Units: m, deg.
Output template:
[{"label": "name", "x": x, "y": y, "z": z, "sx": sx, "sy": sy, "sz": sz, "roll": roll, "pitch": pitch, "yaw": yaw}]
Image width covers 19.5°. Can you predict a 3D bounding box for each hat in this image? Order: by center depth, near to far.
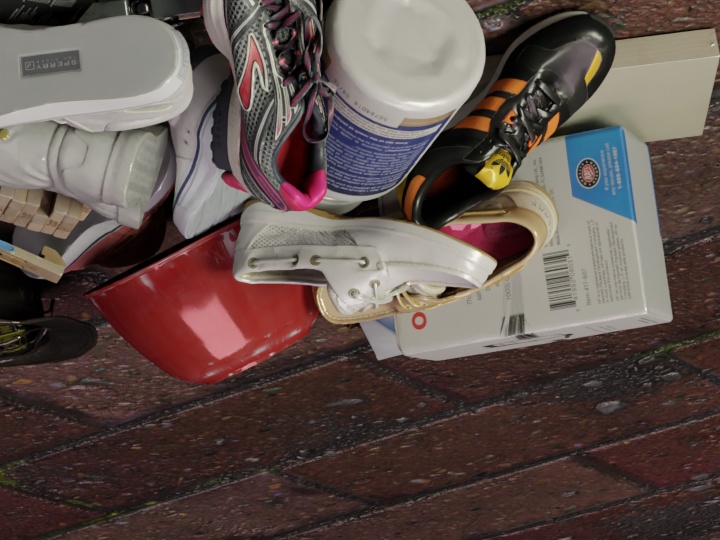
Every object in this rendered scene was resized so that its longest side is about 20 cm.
[{"label": "hat", "x": -0.316, "y": 0.029, "z": 1.755, "sx": 0.200, "sy": 0.081, "sz": 0.201, "roll": -4, "pitch": 166, "yaw": -1}]

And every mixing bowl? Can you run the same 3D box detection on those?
[{"label": "mixing bowl", "x": -0.104, "y": 0.020, "z": 1.636, "sx": 0.200, "sy": 0.109, "sz": 0.200, "roll": -28, "pitch": -176, "yaw": 2}]

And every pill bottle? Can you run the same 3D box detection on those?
[{"label": "pill bottle", "x": 0.002, "y": -0.116, "z": 1.448, "sx": 0.111, "sy": 0.111, "sz": 0.200, "roll": 2, "pitch": 156, "yaw": -20}]

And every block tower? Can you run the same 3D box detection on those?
[{"label": "block tower", "x": -0.282, "y": -0.078, "z": 1.467, "sx": 0.200, "sy": 0.054, "sz": 0.058, "roll": 15, "pitch": 159, "yaw": -16}]

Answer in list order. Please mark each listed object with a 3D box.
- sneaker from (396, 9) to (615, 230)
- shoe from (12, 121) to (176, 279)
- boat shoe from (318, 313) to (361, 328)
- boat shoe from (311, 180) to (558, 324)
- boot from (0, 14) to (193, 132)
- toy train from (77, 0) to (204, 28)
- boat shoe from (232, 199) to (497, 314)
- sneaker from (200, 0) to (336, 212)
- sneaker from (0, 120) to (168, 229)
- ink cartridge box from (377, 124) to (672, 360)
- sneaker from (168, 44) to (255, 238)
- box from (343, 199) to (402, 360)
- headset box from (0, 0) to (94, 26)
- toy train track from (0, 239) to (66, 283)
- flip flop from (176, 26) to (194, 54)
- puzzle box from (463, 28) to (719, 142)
[{"label": "sneaker", "x": 0.107, "y": -0.097, "z": 1.482, "sx": 0.200, "sy": 0.090, "sz": 0.070, "roll": -39, "pitch": 121, "yaw": 23}, {"label": "shoe", "x": -0.178, "y": -0.058, "z": 1.606, "sx": 0.091, "sy": 0.072, "sz": 0.200, "roll": -8, "pitch": 158, "yaw": -48}, {"label": "boat shoe", "x": -0.006, "y": 0.020, "z": 1.833, "sx": 0.200, "sy": 0.068, "sz": 0.072, "roll": 1, "pitch": 157, "yaw": -18}, {"label": "boat shoe", "x": 0.049, "y": -0.008, "z": 1.546, "sx": 0.200, "sy": 0.074, "sz": 0.069, "roll": -24, "pitch": -165, "yaw": 18}, {"label": "boot", "x": -0.199, "y": -0.109, "z": 1.264, "sx": 0.199, "sy": 0.074, "sz": 0.096, "roll": 0, "pitch": 167, "yaw": 1}, {"label": "toy train", "x": -0.171, "y": -0.169, "z": 1.355, "sx": 0.199, "sy": 0.034, "sz": 0.046, "roll": -7, "pitch": -160, "yaw": 3}, {"label": "boat shoe", "x": 0.000, "y": 0.000, "z": 1.487, "sx": 0.200, "sy": 0.069, "sz": 0.071, "roll": 8, "pitch": 165, "yaw": 28}, {"label": "sneaker", "x": -0.048, "y": -0.134, "z": 1.331, "sx": 0.081, "sy": 0.075, "sz": 0.200, "roll": -23, "pitch": 125, "yaw": -31}, {"label": "sneaker", "x": -0.194, "y": -0.078, "z": 1.393, "sx": 0.115, "sy": 0.074, "sz": 0.200, "roll": 15, "pitch": 176, "yaw": 1}, {"label": "ink cartridge box", "x": 0.125, "y": -0.018, "z": 1.609, "sx": 0.200, "sy": 0.146, "sz": 0.084, "roll": -10, "pitch": 171, "yaw": 21}, {"label": "sneaker", "x": -0.103, "y": -0.092, "z": 1.477, "sx": 0.073, "sy": 0.071, "sz": 0.200, "roll": -25, "pitch": 162, "yaw": -25}, {"label": "box", "x": 0.081, "y": -0.010, "z": 1.734, "sx": 0.200, "sy": 0.038, "sz": 0.137, "roll": -15, "pitch": 121, "yaw": 20}, {"label": "headset box", "x": -0.252, "y": -0.198, "z": 1.221, "sx": 0.200, "sy": 0.075, "sz": 0.149, "roll": 6, "pitch": 155, "yaw": -30}, {"label": "toy train track", "x": -0.313, "y": -0.046, "z": 1.573, "sx": 0.200, "sy": 0.033, "sz": 0.115, "roll": 24, "pitch": 159, "yaw": -10}, {"label": "flip flop", "x": -0.174, "y": -0.114, "z": 1.467, "sx": 0.081, "sy": 0.058, "sz": 0.200, "roll": 7, "pitch": 149, "yaw": -30}, {"label": "puzzle box", "x": 0.164, "y": -0.130, "z": 1.574, "sx": 0.199, "sy": 0.025, "sz": 0.133, "roll": -6, "pitch": 158, "yaw": 0}]
